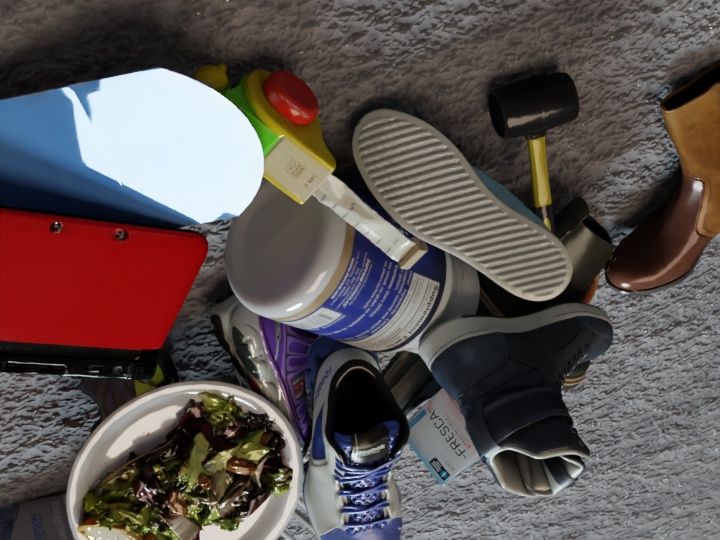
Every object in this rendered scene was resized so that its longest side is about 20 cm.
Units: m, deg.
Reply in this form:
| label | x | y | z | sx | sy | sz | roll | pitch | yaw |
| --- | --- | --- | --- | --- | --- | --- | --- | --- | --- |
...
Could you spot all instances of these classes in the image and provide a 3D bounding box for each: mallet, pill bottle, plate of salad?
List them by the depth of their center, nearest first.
| label | x | y | z | sx | sy | sz | roll | pitch | yaw |
| --- | --- | --- | --- | --- | --- | --- | --- | --- | --- |
| pill bottle | 0.000 | 0.000 | 1.044 | 0.116 | 0.116 | 0.199 | -41 | 143 | 23 |
| mallet | 0.153 | -0.063 | 1.064 | 0.065 | 0.041 | 0.201 | -22 | 122 | -6 |
| plate of salad | -0.140 | 0.184 | 1.100 | 0.198 | 0.048 | 0.202 | -7 | 115 | -16 |

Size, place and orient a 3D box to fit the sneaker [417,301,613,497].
| label | x | y | z | sx | sy | sz | roll | pitch | yaw |
| --- | --- | --- | --- | --- | --- | --- | --- | --- | --- |
| sneaker | 0.154 | 0.104 | 1.072 | 0.201 | 0.147 | 0.077 | -6 | 144 | -38 |

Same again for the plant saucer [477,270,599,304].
| label | x | y | z | sx | sy | sz | roll | pitch | yaw |
| --- | --- | --- | --- | --- | --- | --- | --- | --- | --- |
| plant saucer | 0.124 | 0.029 | 1.235 | 0.198 | 0.032 | 0.201 | -16 | 145 | -12 |

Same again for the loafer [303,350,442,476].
| label | x | y | z | sx | sy | sz | roll | pitch | yaw |
| --- | --- | --- | --- | --- | --- | --- | --- | --- | --- |
| loafer | 0.018 | 0.107 | 1.174 | 0.200 | 0.063 | 0.072 | -41 | -179 | 4 |

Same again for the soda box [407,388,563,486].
| label | x | y | z | sx | sy | sz | roll | pitch | yaw |
| --- | --- | --- | --- | --- | --- | --- | --- | --- | --- |
| soda box | 0.116 | 0.121 | 1.200 | 0.068 | 0.064 | 0.200 | -46 | 167 | 28 |

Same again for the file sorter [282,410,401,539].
| label | x | y | z | sx | sy | sz | roll | pitch | yaw |
| --- | --- | --- | --- | --- | --- | --- | --- | --- | --- |
| file sorter | -0.071 | 0.262 | 1.282 | 0.124 | 0.139 | 0.200 | 39 | 121 | -4 |

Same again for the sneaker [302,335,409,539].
| label | x | y | z | sx | sy | sz | roll | pitch | yaw |
| --- | --- | --- | --- | --- | --- | --- | --- | --- | --- |
| sneaker | -0.005 | 0.154 | 1.079 | 0.080 | 0.202 | 0.115 | -7 | -172 | -8 |

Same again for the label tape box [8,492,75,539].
| label | x | y | z | sx | sy | sz | roll | pitch | yaw |
| --- | --- | --- | --- | --- | --- | --- | --- | --- | --- |
| label tape box | -0.284 | 0.276 | 1.282 | 0.198 | 0.064 | 0.145 | -10 | 142 | -20 |

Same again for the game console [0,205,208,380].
| label | x | y | z | sx | sy | sz | roll | pitch | yaw |
| --- | --- | --- | --- | --- | --- | --- | --- | --- | --- |
| game console | -0.237 | 0.011 | 0.950 | 0.199 | 0.172 | 0.120 | 8 | 94 | -38 |

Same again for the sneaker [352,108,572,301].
| label | x | y | z | sx | sy | sz | roll | pitch | yaw |
| --- | --- | --- | --- | --- | --- | --- | --- | --- | --- |
| sneaker | 0.071 | -0.050 | 1.025 | 0.200 | 0.082 | 0.074 | 41 | 95 | -10 |

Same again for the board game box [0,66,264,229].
| label | x | y | z | sx | sy | sz | roll | pitch | yaw |
| --- | --- | --- | --- | --- | --- | --- | --- | --- | --- |
| board game box | -0.164 | -0.083 | 0.879 | 0.198 | 0.039 | 0.158 | -11 | 145 | 6 |

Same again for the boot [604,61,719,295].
| label | x | y | z | sx | sy | sz | roll | pitch | yaw |
| --- | --- | --- | --- | --- | --- | --- | --- | --- | --- |
| boot | 0.283 | -0.077 | 1.160 | 0.187 | 0.069 | 0.200 | -26 | 145 | 3 |

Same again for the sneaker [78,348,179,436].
| label | x | y | z | sx | sy | sz | roll | pitch | yaw |
| --- | --- | --- | --- | --- | --- | --- | --- | --- | --- |
| sneaker | -0.191 | 0.159 | 1.151 | 0.080 | 0.074 | 0.202 | -1 | 114 | 3 |

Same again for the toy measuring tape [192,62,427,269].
| label | x | y | z | sx | sy | sz | roll | pitch | yaw |
| --- | --- | --- | --- | --- | --- | --- | --- | --- | --- |
| toy measuring tape | -0.033 | -0.079 | 0.925 | 0.199 | 0.074 | 0.074 | 36 | 118 | -18 |

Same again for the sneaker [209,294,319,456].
| label | x | y | z | sx | sy | sz | roll | pitch | yaw |
| --- | --- | --- | --- | --- | --- | --- | --- | --- | --- |
| sneaker | -0.061 | 0.084 | 1.145 | 0.083 | 0.081 | 0.201 | -36 | 144 | -20 |

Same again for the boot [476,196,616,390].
| label | x | y | z | sx | sy | sz | roll | pitch | yaw |
| --- | --- | --- | --- | --- | --- | --- | --- | --- | --- |
| boot | 0.188 | 0.025 | 1.182 | 0.138 | 0.078 | 0.200 | -41 | 144 | 15 |
